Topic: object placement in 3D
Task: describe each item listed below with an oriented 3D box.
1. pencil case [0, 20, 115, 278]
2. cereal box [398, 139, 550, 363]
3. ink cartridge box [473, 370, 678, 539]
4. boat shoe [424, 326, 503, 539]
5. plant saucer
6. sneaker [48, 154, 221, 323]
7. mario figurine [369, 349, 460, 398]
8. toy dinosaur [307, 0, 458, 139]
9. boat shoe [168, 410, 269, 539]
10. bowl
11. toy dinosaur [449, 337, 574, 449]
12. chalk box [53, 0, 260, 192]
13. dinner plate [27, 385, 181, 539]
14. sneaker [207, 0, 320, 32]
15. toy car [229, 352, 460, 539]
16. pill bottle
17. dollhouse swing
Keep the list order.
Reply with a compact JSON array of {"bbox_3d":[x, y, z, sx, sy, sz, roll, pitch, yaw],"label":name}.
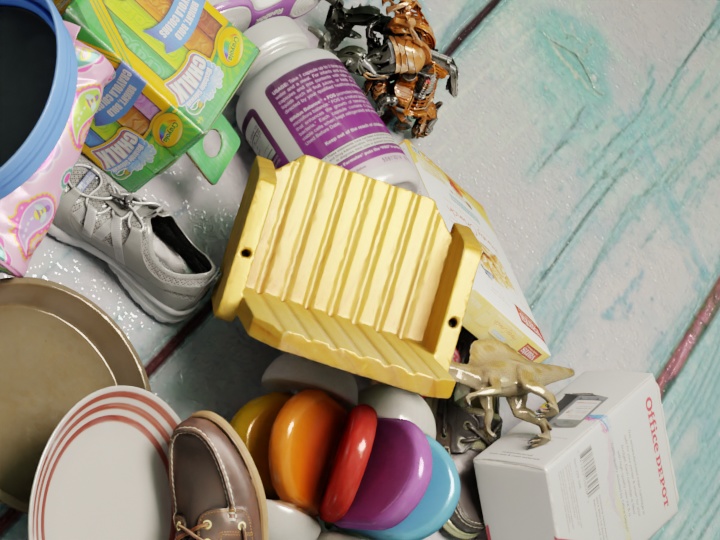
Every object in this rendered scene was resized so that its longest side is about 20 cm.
[{"bbox_3d":[-0.263,-0.095,1.594,0.087,0.087,0.201,29,78,-26],"label":"pencil case"},{"bbox_3d":[0.096,-0.013,1.867,0.144,0.039,0.200,38,22,-46],"label":"cereal box"},{"bbox_3d":[0.198,0.197,1.846,0.200,0.085,0.148,-32,117,-48],"label":"ink cartridge box"},{"bbox_3d":[0.094,0.140,1.836,0.073,0.065,0.201,14,59,-37],"label":"boat shoe"},{"bbox_3d":[-0.251,0.101,1.586,0.200,0.029,0.201,21,54,-31],"label":"plant saucer"},{"bbox_3d":[-0.194,-0.046,1.678,0.200,0.082,0.075,40,47,-17],"label":"sneaker"},{"bbox_3d":[0.006,0.043,1.778,0.200,0.124,0.106,27,9,-19],"label":"mario figurine"},{"bbox_3d":[0.027,-0.212,1.917,0.102,0.135,0.201,-56,149,-59],"label":"toy dinosaur"},{"bbox_3d":[-0.110,0.212,1.584,0.070,0.070,0.201,-29,106,-50],"label":"boat shoe"},{"bbox_3d":[-0.305,-0.135,1.562,0.039,0.200,0.201,40,39,-56],"label":"bowl"},{"bbox_3d":[0.139,0.098,1.774,0.199,0.058,0.101,3,46,-35],"label":"toy dinosaur"},{"bbox_3d":[-0.178,-0.161,1.726,0.200,0.124,0.125,41,47,-16],"label":"chalk box"},{"bbox_3d":[-0.189,0.188,1.555,0.200,0.024,0.201,3,86,-56],"label":"dinner plate"},{"bbox_3d":[-0.123,-0.264,1.885,0.200,0.075,0.100,-24,65,-46],"label":"sneaker"},{"bbox_3d":[-0.005,0.162,1.659,0.200,0.150,0.176,26,69,-28],"label":"toy car"},{"bbox_3d":[-0.042,-0.127,1.823,0.112,0.112,0.200,-15,65,-44],"label":"pill bottle"},{"bbox_3d":[0.000,0.000,1.644,0.199,0.176,0.182,19,81,-11],"label":"dollhouse swing"}]
